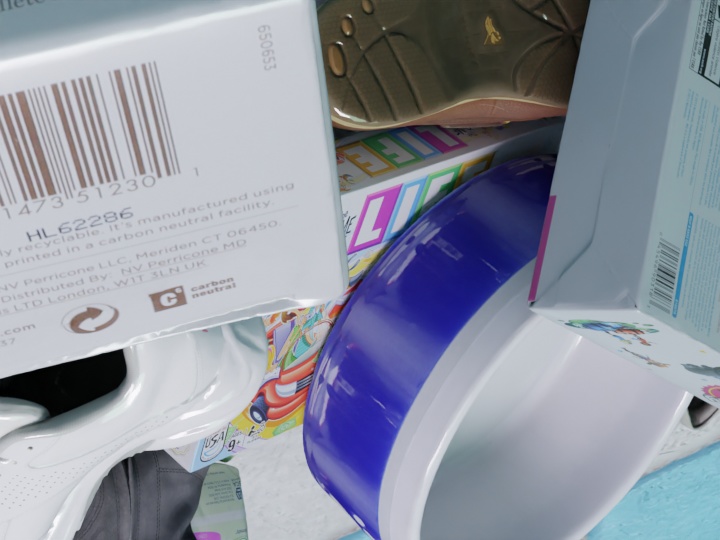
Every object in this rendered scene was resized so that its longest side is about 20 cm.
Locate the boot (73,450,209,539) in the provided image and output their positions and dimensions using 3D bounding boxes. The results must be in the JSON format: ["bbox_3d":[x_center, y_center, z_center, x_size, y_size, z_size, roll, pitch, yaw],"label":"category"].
[{"bbox_3d":[-0.087,0.116,0.943,0.200,0.132,0.070,-22,168,-37],"label":"boot"}]

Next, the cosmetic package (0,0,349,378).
[{"bbox_3d":[-0.107,-0.096,0.680,0.167,0.201,0.167,-13,148,-3],"label":"cosmetic package"}]

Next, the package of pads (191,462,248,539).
[{"bbox_3d":[-0.181,0.146,1.060,0.199,0.068,0.154,-12,174,30],"label":"package of pads"}]

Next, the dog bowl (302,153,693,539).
[{"bbox_3d":[0.071,0.049,0.940,0.200,0.079,0.200,-31,143,-28],"label":"dog bowl"}]

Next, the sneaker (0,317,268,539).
[{"bbox_3d":[-0.137,0.061,0.797,0.200,0.078,0.099,-41,152,16],"label":"sneaker"}]

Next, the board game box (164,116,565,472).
[{"bbox_3d":[0.000,0.000,0.911,0.200,0.034,0.135,-21,139,-44],"label":"board game box"}]

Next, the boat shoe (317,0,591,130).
[{"bbox_3d":[0.055,-0.098,0.883,0.199,0.072,0.068,-9,-178,-25],"label":"boat shoe"}]

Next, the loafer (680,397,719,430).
[{"bbox_3d":[0.203,0.015,1.104,0.070,0.070,0.200,-7,147,-12],"label":"loafer"}]

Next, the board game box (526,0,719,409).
[{"bbox_3d":[0.169,-0.018,0.871,0.200,0.148,0.064,26,160,-37],"label":"board game box"}]

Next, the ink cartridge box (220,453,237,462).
[{"bbox_3d":[-0.057,0.008,1.009,0.200,0.048,0.145,-44,140,21],"label":"ink cartridge box"}]
